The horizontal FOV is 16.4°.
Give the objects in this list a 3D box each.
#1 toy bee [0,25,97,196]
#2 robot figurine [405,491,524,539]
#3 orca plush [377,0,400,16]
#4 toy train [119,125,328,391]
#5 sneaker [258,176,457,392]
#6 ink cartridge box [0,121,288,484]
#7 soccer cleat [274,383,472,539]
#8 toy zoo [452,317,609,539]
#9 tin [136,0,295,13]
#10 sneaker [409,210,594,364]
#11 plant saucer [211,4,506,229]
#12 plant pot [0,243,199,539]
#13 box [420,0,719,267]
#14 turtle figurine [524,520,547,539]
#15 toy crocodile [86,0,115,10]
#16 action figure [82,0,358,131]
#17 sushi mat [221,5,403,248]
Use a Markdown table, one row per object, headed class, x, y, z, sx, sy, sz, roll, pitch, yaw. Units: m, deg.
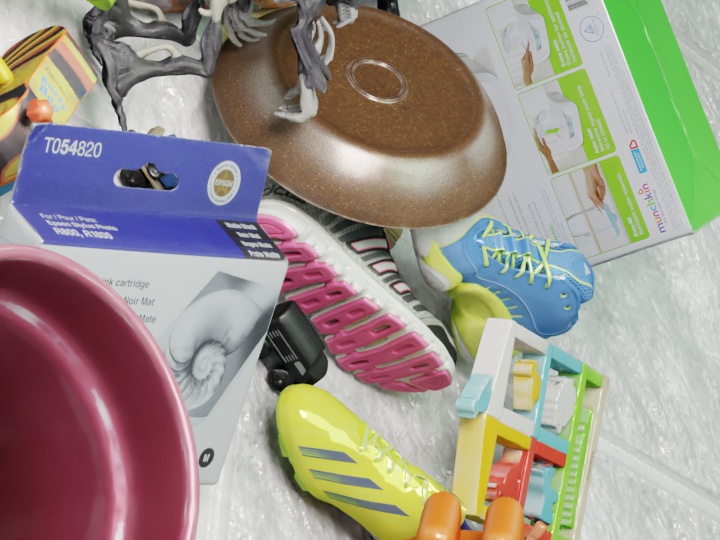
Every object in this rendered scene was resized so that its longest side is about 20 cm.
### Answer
| class | x | y | z | sx | sy | sz | roll | pitch | yaw |
| --- | --- | --- | --- | --- | --- | --- | --- | --- | --- |
| toy bee | -0.188 | -0.074 | 1.385 | 0.131 | 0.109 | 0.200 | 41 | 46 | -36 |
| robot figurine | 0.064 | 0.237 | 1.512 | 0.144 | 0.117 | 0.200 | -9 | 112 | -30 |
| orca plush | 0.040 | -0.193 | 1.682 | 0.105 | 0.200 | 0.071 | 8 | 91 | -29 |
| toy train | -0.082 | -0.007 | 1.536 | 0.200 | 0.046 | 0.034 | 55 | 40 | -19 |
| sneaker | 0.000 | 0.000 | 1.611 | 0.200 | 0.074 | 0.088 | 43 | 45 | -30 |
| ink cartridge box | -0.127 | 0.025 | 1.387 | 0.199 | 0.041 | 0.200 | 2 | 108 | -50 |
| soccer cleat | 0.023 | 0.139 | 1.570 | 0.200 | 0.084 | 0.065 | 51 | 41 | -24 |
| toy zoo | 0.109 | 0.111 | 1.673 | 0.200 | 0.020 | 0.131 | 28 | 71 | -58 |
| tin | -0.069 | -0.212 | 1.578 | 0.200 | 0.112 | 0.042 | -8 | 65 | -45 |
| sneaker | 0.095 | -0.013 | 1.661 | 0.200 | 0.105 | 0.076 | 63 | 16 | -55 |
| plant saucer | 0.006 | -0.110 | 1.591 | 0.200 | 0.037 | 0.201 | 13 | 42 | -13 |
| plant pot | -0.209 | 0.105 | 1.221 | 0.200 | 0.179 | 0.200 | 24 | 57 | -44 |
| box | 0.136 | -0.101 | 1.737 | 0.097 | 0.176 | 0.200 | -27 | 95 | -57 |
| turtle figurine | 0.135 | 0.269 | 1.635 | 0.161 | 0.064 | 0.200 | 17 | 82 | -55 |
| toy crocodile | -0.217 | -0.211 | 1.427 | 0.200 | 0.062 | 0.068 | 23 | 73 | -18 |
| action figure | -0.064 | -0.153 | 1.512 | 0.119 | 0.200 | 0.102 | -117 | -171 | -49 |
| sushi mat | -0.029 | -0.102 | 1.669 | 0.200 | 0.012 | 0.096 | 52 | 41 | -22 |
